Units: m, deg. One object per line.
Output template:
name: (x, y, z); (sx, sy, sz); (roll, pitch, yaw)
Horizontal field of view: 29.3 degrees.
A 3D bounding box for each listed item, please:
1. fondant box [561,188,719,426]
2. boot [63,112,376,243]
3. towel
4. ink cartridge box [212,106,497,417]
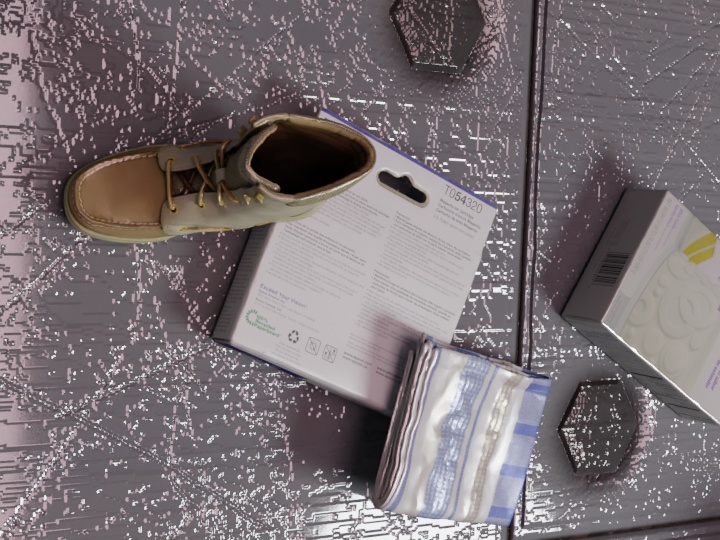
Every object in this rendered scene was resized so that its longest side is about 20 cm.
fondant box: (0.298, 0.036, 1.302); (0.200, 0.058, 0.144); (38, 74, -31)
boot: (-0.101, -0.065, 0.961); (0.200, 0.155, 0.072); (-5, 87, -18)
towel: (0.091, 0.141, 1.164); (0.200, 0.024, 0.147); (20, 85, -49)
ink cartridge box: (0.000, 0.000, 1.115); (0.196, 0.043, 0.200); (27, 77, -30)
